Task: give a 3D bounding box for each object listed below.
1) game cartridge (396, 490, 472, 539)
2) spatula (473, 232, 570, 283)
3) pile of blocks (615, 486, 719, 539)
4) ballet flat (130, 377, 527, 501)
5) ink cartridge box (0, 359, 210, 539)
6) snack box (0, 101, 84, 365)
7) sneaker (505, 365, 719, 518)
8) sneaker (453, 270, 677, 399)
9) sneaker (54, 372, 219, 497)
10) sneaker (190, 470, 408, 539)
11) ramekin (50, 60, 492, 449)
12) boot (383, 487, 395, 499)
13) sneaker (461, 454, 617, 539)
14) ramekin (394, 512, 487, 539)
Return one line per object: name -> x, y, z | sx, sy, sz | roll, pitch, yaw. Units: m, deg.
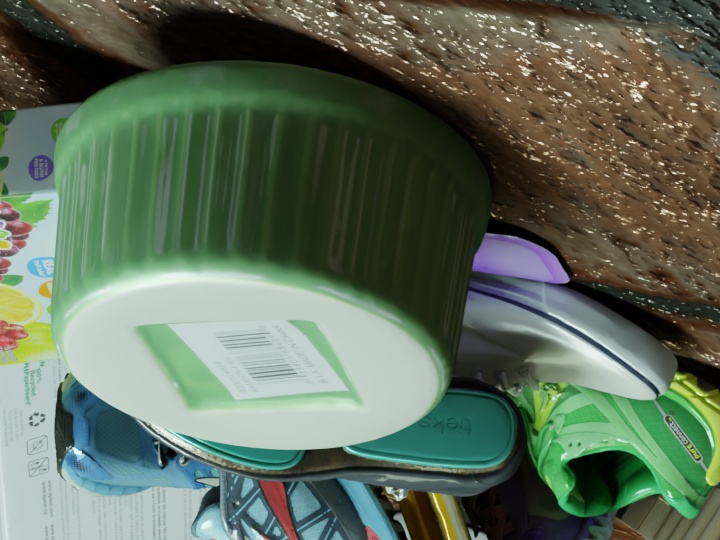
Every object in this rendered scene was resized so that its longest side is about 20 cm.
game cartridge -> 0.039, 0.131, 1.474 | 0.200, 0.032, 0.177 | -114, 4, -80
spatula -> 0.000, 0.000, 1.322 | 0.199, 0.021, 0.057 | -7, 156, 15
pile of blocks -> 0.211, 0.166, 1.490 | 0.082, 0.062, 0.200 | 34, 179, -39
ballet flat -> -0.019, 0.075, 1.321 | 0.199, 0.073, 0.073 | 9, 165, 2
ink cartridge box -> -0.117, 0.091, 1.552 | 0.043, 0.199, 0.197 | -123, 27, -45
snack box -> -0.133, -0.018, 1.361 | 0.141, 0.053, 0.200 | -7, 156, 2
sneaker -> 0.106, 0.081, 1.414 | 0.199, 0.084, 0.074 | 10, 161, 44
sneaker -> 0.058, 0.037, 1.358 | 0.199, 0.071, 0.073 | 18, 165, 21
sneaker -> -0.074, 0.080, 1.454 | 0.199, 0.079, 0.090 | 1, 175, -40
sneaker -> -0.038, 0.122, 1.394 | 0.201, 0.095, 0.079 | 60, 177, 1
ramekin -> -0.044, 0.001, 1.208 | 0.199, 0.098, 0.200 | 5, 152, 3
boot -> -0.042, 0.083, 1.673 | 0.199, 0.077, 0.155 | 25, 167, -10
sneaker -> 0.092, 0.134, 1.473 | 0.088, 0.081, 0.200 | 25, -154, 2
ramekin -> 0.096, 0.270, 2.083 | 0.200, 0.098, 0.201 | 23, 166, 6
